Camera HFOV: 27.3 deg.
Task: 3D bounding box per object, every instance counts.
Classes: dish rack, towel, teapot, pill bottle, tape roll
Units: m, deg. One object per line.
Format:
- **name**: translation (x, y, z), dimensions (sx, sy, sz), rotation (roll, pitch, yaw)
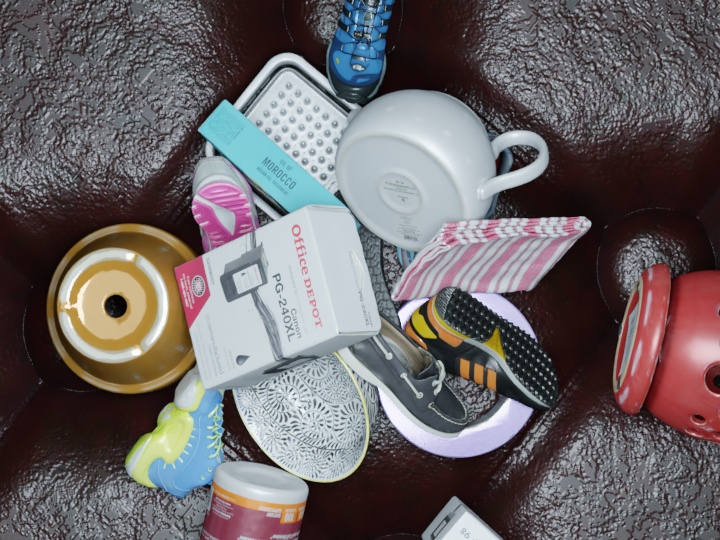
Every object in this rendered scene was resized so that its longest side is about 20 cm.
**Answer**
- **dish rack**: translation (-0.068, -0.141, 1.780), dimensions (0.199, 0.044, 0.172), rotation (39, 88, 1)
- **towel**: translation (0.146, -0.009, 1.660), dimensions (0.198, 0.147, 0.030), rotation (-4, 63, -26)
- **teapot**: translation (0.079, -0.129, 1.662), dimensions (0.200, 0.197, 0.146), rotation (42, 51, -4)
- **pill bottle**: translation (-0.134, 0.333, 1.717), dimensions (0.113, 0.114, 0.203), rotation (12, 96, 0)
- **tape roll**: translation (0.114, 0.118, 1.761), dimensions (0.197, 0.066, 0.203), rotation (0, 87, 0)

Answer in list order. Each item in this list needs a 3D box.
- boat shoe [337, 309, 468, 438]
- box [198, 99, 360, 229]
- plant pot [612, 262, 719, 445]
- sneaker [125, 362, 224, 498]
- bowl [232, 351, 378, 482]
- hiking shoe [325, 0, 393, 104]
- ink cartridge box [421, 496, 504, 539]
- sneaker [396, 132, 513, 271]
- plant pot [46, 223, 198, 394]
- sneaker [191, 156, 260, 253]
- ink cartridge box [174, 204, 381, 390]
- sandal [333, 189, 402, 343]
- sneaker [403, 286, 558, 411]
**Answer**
- **boat shoe**: translation (0.059, 0.114, 1.664), dimensions (0.200, 0.074, 0.060), rotation (41, 120, -20)
- **box**: translation (-0.092, -0.106, 1.698), dimensions (0.200, 0.082, 0.049), rotation (42, 89, 14)
- **plant pot**: translation (0.393, 0.093, 1.701), dimensions (0.180, 0.200, 0.203), rotation (13, 87, 2)
- **sneaker**: translation (-0.185, 0.186, 1.744), dimensions (0.105, 0.076, 0.200), rotation (37, 109, -11)
- **bowl**: translation (-0.047, 0.134, 1.727), dimensions (0.199, 0.094, 0.203), rotation (17, 121, 30)
- **hiking shoe**: translation (0.001, -0.292, 1.737), dimensions (0.073, 0.087, 0.202), rotation (7, 64, 2)
- **ink cartridge box**: translation (0.136, 0.328, 1.684), dimensions (0.116, 0.200, 0.067), rotation (42, 87, 0)
- **sneaker**: translation (0.111, -0.077, 1.746), dimensions (0.079, 0.095, 0.201), rotation (31, 87, -16)
- **plant pot**: translation (-0.270, 0.043, 1.697), dimensions (0.197, 0.183, 0.203), rotation (0, 88, -1)
- **sneaker**: translation (-0.149, -0.055, 1.723), dimensions (0.080, 0.201, 0.089), rotation (-8, 48, -3)
- **ink cartridge box**: translation (-0.091, 0.031, 1.612), dimensions (0.199, 0.083, 0.147), rotation (-24, 75, 32)
- **sandal**: translation (-0.001, 0.001, 1.729), dimensions (0.074, 0.048, 0.203), rotation (-12, 78, 3)
- **sneaker**: translation (0.138, 0.099, 1.704), dimensions (0.199, 0.090, 0.070), rotation (38, 47, -19)
